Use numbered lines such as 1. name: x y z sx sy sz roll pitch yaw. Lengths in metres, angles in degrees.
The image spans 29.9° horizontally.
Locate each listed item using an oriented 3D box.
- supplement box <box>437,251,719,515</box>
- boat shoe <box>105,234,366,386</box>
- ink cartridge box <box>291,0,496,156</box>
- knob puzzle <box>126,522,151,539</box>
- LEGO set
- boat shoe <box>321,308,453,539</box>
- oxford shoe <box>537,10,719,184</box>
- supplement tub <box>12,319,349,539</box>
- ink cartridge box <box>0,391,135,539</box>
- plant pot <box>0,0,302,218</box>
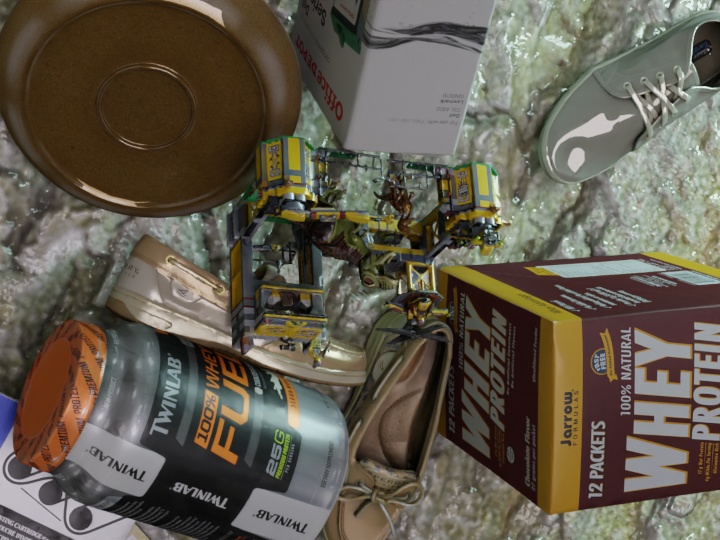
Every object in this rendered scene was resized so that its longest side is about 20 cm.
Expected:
1. supplement box: 0.183 0.072 0.990 0.199 0.197 0.133 -4 102 -19
2. boat shoe: -0.075 0.029 0.951 0.200 0.074 0.069 20 88 -27
3. ink cartridge box: 0.025 -0.193 0.873 0.084 0.146 0.200 1 123 -21
4. knob puzzle: -0.175 0.312 0.992 0.219 0.030 0.220 -4 101 -20
5. LEGO set: 0.000 0.000 0.884 0.200 0.154 0.116 9 64 -29
6. boat shoe: 0.019 0.126 1.011 0.073 0.063 0.201 11 96 -22
7. oxford shoe: 0.222 -0.136 1.041 0.200 0.058 0.075 -35 113 -9
8. supplement tub: -0.118 0.110 0.894 0.200 0.122 0.123 23 92 -29
9. ink cartridge box: -0.246 0.135 0.917 0.200 0.044 0.094 32 78 -22
10. plant pot: -0.137 -0.110 0.872 0.199 0.028 0.200 -2 129 -3
